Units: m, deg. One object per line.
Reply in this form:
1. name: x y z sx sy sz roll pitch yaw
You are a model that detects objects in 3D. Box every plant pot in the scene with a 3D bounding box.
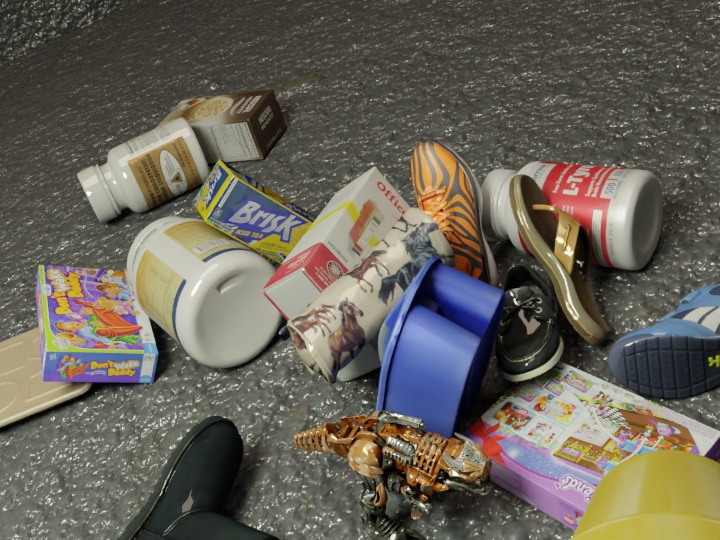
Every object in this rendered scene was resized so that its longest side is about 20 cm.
1. plant pot: 0.211 0.226 0.606 0.197 0.205 0.189 -5 20 19

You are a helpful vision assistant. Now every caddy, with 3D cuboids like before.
1. caddy: 0.064 0.084 0.867 0.103 0.202 0.142 21 46 15

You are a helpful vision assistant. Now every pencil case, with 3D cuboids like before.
1. pencil case: 0.012 0.024 0.914 0.200 0.078 0.089 -43 5 -16

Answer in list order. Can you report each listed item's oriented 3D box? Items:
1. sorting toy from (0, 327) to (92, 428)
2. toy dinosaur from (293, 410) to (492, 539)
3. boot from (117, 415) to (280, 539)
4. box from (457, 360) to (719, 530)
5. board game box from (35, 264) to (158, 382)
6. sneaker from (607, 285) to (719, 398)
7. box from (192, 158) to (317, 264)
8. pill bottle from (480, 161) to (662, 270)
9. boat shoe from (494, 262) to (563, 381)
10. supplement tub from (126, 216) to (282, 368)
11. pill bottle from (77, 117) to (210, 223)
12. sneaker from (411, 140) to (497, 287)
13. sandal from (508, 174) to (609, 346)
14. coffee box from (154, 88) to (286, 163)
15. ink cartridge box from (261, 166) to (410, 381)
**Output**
1. sorting toy: -0.434 0.138 1.185 0.197 0.037 0.186 -26 34 -2
2. toy dinosaur: 0.030 0.169 0.812 0.102 0.137 0.199 -36 37 -23
3. boot: -0.128 0.238 0.842 0.166 0.077 0.201 6 48 38
4. box: 0.205 0.163 0.821 0.136 0.040 0.198 -37 38 -26
5. board game box: -0.343 0.066 1.162 0.132 0.045 0.201 4 29 -25
6. sneaker: 0.330 0.064 0.876 0.196 0.075 0.083 -12 31 -3
7. box: -0.110 -0.057 1.145 0.071 0.198 0.064 -55 35 7
8. pill bottle: 0.244 -0.069 1.066 0.197 0.114 0.112 10 43 37
9. boat shoe: 0.169 0.045 0.937 0.073 0.067 0.200 -17 16 23
10. supplement tub: -0.199 0.019 1.130 0.143 0.146 0.199 -33 36 -22
11. pill bottle: -0.358 -0.162 1.493 0.197 0.116 0.114 -27 34 -12
12. sneaker: 0.092 -0.054 1.028 0.077 0.203 0.111 -26 -9 32
13. sandal: 0.222 -0.019 0.964 0.054 0.080 0.203 -34 68 29
14. coffee box: -0.246 -0.251 1.595 0.196 0.081 0.115 -2 37 24
15. ink cartridge box: 0.000 0.000 1.043 0.083 0.145 0.201 -29 20 44
